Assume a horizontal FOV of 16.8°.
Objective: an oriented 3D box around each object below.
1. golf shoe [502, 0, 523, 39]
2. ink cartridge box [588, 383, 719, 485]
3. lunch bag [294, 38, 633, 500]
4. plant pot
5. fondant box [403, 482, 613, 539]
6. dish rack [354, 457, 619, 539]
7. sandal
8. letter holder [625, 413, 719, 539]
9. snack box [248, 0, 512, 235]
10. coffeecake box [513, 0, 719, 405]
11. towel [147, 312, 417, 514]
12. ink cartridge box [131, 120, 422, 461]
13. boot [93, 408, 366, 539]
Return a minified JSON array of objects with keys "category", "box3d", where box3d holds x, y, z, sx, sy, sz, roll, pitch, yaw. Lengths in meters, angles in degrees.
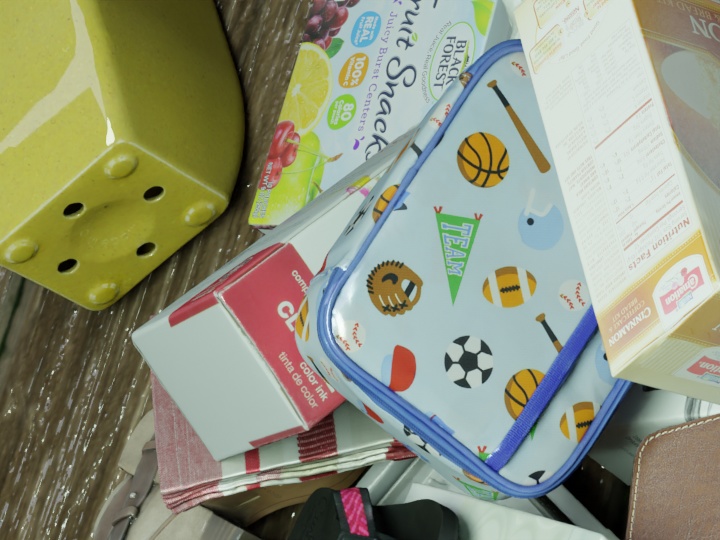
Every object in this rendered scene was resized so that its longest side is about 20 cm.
[{"category":"golf shoe","box3d":[0.115,-0.106,1.351,0.091,0.075,0.202,6,78,23]},{"category":"ink cartridge box","box3d":[0.204,0.020,1.202,0.199,0.084,0.145,-9,61,34]},{"category":"lunch bag","box3d":[0.077,0.000,1.144,0.201,0.160,0.076,-54,5,-14]},{"category":"plant pot","box3d":[-0.183,-0.095,1.506,0.195,0.194,0.201,-39,55,15]},{"category":"fondant box","box3d":[0.058,0.186,1.138,0.145,0.058,0.200,-65,21,-8]},{"category":"dish rack","box3d":[0.056,0.178,1.263,0.172,0.043,0.200,-51,47,6]},{"category":"sandal","box3d":[-0.009,0.139,1.203,0.076,0.045,0.200,-65,20,-10]},{"category":"letter holder","box3d":[0.227,0.138,1.112,0.199,0.100,0.143,-11,59,34]},{"category":"snack box","box3d":[0.026,-0.108,1.432,0.141,0.053,0.202,1,68,37]},{"category":"coffeecake box","box3d":[0.165,-0.039,1.079,0.073,0.153,0.201,-43,46,38]},{"category":"towel","box3d":[-0.016,0.055,1.317,0.198,0.023,0.145,-12,42,3]},{"category":"ink cartridge box","box3d":[0.000,0.000,1.241,0.200,0.083,0.146,-37,4,-23]},{"category":"boot","box3d":[-0.074,0.102,1.395,0.201,0.070,0.146,-54,34,-13]}]
